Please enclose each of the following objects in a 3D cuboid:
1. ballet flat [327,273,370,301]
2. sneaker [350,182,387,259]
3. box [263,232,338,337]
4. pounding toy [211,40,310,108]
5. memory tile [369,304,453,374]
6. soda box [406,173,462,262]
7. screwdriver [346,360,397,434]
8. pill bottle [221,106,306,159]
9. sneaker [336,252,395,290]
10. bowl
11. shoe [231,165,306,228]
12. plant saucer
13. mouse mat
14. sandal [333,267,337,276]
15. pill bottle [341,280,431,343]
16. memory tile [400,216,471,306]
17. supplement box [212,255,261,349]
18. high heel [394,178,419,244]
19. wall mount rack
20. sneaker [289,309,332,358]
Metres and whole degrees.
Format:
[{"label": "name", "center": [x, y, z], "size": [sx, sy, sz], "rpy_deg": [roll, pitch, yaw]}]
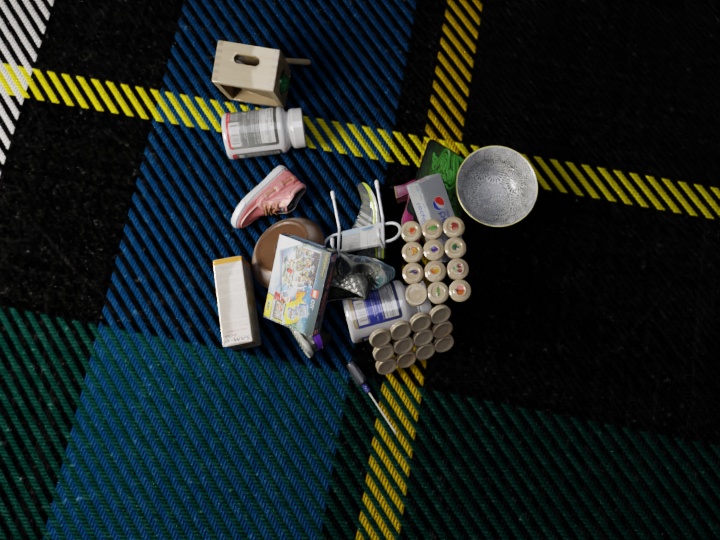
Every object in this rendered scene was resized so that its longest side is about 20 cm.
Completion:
[{"label": "ballet flat", "center": [-0.069, 0.049, 1.335], "size": [0.198, 0.067, 0.057], "rpy_deg": [-13, 44, 25]}, {"label": "sneaker", "center": [0.011, -0.121, 1.453], "size": [0.080, 0.074, 0.203], "rpy_deg": [-11, 78, 2]}, {"label": "box", "center": [-0.137, 0.032, 1.323], "size": [0.135, 0.038, 0.203], "rpy_deg": [20, 106, 20]}, {"label": "pounding toy", "center": [-0.244, -0.505, 1.485], "size": [0.197, 0.184, 0.144], "rpy_deg": [10, 91, 3]}, {"label": "memory tile", "center": [0.121, 0.162, 1.362], "size": [0.198, 0.154, 0.017], "rpy_deg": [-21, 41, -6]}, {"label": "soda box", "center": [0.183, -0.125, 1.410], "size": [0.068, 0.063, 0.202], "rpy_deg": [-27, 103, -21]}, {"label": "screwdriver", "center": [0.029, 0.301, 1.388], "size": [0.028, 0.029, 0.201], "rpy_deg": [-33, 76, -5]}, {"label": "pill bottle", "center": [-0.239, -0.348, 1.476], "size": [0.197, 0.114, 0.116], "rpy_deg": [-7, 79, -1]}, {"label": "sneaker", "center": [0.000, 0.000, 1.406], "size": [0.199, 0.086, 0.079], "rpy_deg": [21, 115, 44]}, {"label": "bowl", "center": [0.327, -0.194, 1.449], "size": [0.198, 0.094, 0.204], "rpy_deg": [0, 79, 1]}, {"label": "shoe", "center": [-0.226, -0.165, 1.461], "size": [0.091, 0.072, 0.200], "rpy_deg": [38, 77, 13]}, {"label": "plant saucer", "center": [-0.183, -0.051, 1.413], "size": [0.198, 0.037, 0.203], "rpy_deg": [-12, 57, 18]}, {"label": "mouse mat", "center": [0.205, -0.205, 1.461], "size": [0.159, 0.008, 0.202], "rpy_deg": [23, 78, -23]}, {"label": "sandal", "center": [-0.139, 0.005, 1.437], "size": [0.209, 0.070, 0.078], "rpy_deg": [12, 60, 25]}, {"label": "pill bottle", "center": [0.062, 0.090, 1.386], "size": [0.197, 0.120, 0.121], "rpy_deg": [-14, 79, -2]}, {"label": "memory tile", "center": [0.169, -0.023, 1.334], "size": [0.151, 0.017, 0.203], "rpy_deg": [-5, 74, 6]}, {"label": "supplement box", "center": [-0.291, 0.080, 1.389], "size": [0.072, 0.126, 0.203], "rpy_deg": [-9, 78, -2]}, {"label": "high heel", "center": [0.147, -0.132, 1.455], "size": [0.095, 0.067, 0.203], "rpy_deg": [-13, 66, 8]}, {"label": "wall mount rack", "center": [-0.005, -0.119, 1.396], "size": [0.197, 0.075, 0.175], "rpy_deg": [-11, 49, 13]}, {"label": "sneaker", "center": [-0.136, 0.101, 1.418], "size": [0.099, 0.070, 0.201], "rpy_deg": [-30, 83, -13]}]
